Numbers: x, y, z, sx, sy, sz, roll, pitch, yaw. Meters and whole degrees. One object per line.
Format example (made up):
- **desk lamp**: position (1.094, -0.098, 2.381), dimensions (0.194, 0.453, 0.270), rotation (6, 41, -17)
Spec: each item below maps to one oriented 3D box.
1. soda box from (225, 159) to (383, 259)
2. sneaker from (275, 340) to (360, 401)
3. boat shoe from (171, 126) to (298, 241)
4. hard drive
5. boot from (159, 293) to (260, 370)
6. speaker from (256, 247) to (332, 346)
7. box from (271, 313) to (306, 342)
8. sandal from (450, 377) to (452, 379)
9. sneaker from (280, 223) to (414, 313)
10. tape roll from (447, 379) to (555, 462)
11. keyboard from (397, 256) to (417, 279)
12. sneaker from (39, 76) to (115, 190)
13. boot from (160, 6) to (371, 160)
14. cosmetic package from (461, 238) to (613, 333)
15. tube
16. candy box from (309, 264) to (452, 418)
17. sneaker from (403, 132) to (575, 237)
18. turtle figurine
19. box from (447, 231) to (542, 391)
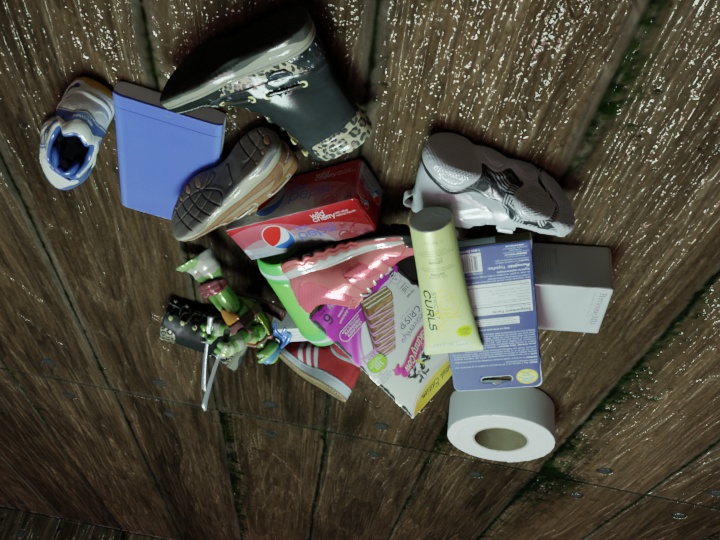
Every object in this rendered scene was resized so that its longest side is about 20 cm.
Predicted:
- **soda box**: position (-0.072, -0.075, 0.854), dimensions (0.195, 0.072, 0.064), rotation (-11, 138, 28)
- **sneaker**: position (-0.063, 0.134, 1.152), dimensions (0.197, 0.114, 0.071), rotation (22, 162, 42)
- **boat shoe**: position (-0.155, -0.091, 0.830), dimensions (0.197, 0.078, 0.071), rotation (-30, 149, 27)
- **hard drive**: position (-0.241, -0.136, 0.855), dimensions (0.128, 0.026, 0.202), rotation (15, 144, -6)
- **boot**: position (-0.252, 0.087, 1.123), dimensions (0.150, 0.075, 0.205), rotation (21, 142, -9)
- **speaker**: position (-0.080, 0.026, 0.981), dimensions (0.086, 0.090, 0.202), rotation (-3, 142, 18)
- **box**: position (-0.051, 0.085, 1.092), dimensions (0.194, 0.042, 0.039), rotation (-7, 142, 22)
- **sandal**: position (0.159, 0.159, 1.128), dimensions (0.194, 0.049, 0.076), rotation (3, 144, 12)
- **sneaker**: position (0.000, 0.000, 0.853), dimensions (0.194, 0.074, 0.089), rotation (-14, 102, 15)
- **tape roll**: position (0.260, 0.281, 1.249), dimensions (0.196, 0.072, 0.205), rotation (7, 144, 5)
- **keyboard**: position (0.050, -0.004, 0.973), dimensions (0.194, 0.011, 0.057), rotation (-2, 147, 18)
- **sneaker**: position (-0.360, -0.145, 0.822), dimensions (0.074, 0.090, 0.199), rotation (24, 144, -21)
- **boot**: position (-0.099, -0.173, 0.716), dimensions (0.199, 0.075, 0.154), rotation (-12, 141, 30)
- **cosmetic package**: position (0.225, 0.021, 0.898), dimensions (0.193, 0.076, 0.103), rotation (4, 142, 9)
- **tube**: position (0.099, 0.024, 0.800), dimensions (0.057, 0.051, 0.204), rotation (27, 142, 43)
- **candy box**: position (0.043, 0.079, 0.923), dimensions (0.199, 0.061, 0.137), rotation (43, 93, -8)
- **sneaker**: position (0.145, -0.076, 0.793), dimensions (0.195, 0.077, 0.115), rotation (23, 144, -8)
- **turtle figurine**: position (-0.217, 0.081, 0.985), dimensions (0.197, 0.144, 0.197), rotation (-29, 98, 12)
- **box**: position (0.163, 0.057, 0.850), dimensions (0.117, 0.033, 0.206), rotation (-5, 113, 12)
